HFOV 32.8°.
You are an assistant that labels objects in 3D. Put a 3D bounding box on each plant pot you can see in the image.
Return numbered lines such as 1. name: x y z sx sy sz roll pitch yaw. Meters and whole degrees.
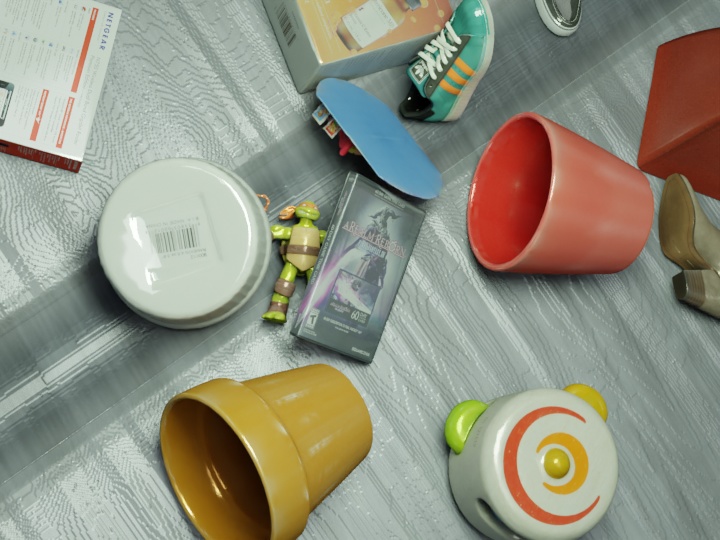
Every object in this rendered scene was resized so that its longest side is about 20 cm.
1. plant pot: 0.520 -0.221 1.661 0.199 0.176 0.201 18 73 -14
2. plant pot: 0.259 -0.082 1.543 0.176 0.200 0.202 12 74 -24
3. plant pot: -0.092 0.196 1.363 0.183 0.200 0.201 -24 86 -38

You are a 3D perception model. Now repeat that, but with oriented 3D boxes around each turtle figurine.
1. turtle figurine: -0.079 -0.018 1.472 0.199 0.064 0.162 9 81 -15

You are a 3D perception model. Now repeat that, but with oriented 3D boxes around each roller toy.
1. roller toy: 0.212 0.236 1.471 0.199 0.140 0.184 -5 80 -20

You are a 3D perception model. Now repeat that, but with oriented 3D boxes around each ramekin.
1. ramekin: -0.202 -0.034 1.384 0.199 0.098 0.202 0 88 -2

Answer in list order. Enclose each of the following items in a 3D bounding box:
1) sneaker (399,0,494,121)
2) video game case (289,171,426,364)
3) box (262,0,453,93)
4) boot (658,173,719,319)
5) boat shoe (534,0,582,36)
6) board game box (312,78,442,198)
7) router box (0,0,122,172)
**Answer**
1. sneaker: 0.105 -0.256 1.519 0.079 0.200 0.072 -10 56 -23
2. video game case: 0.000 0.000 1.454 0.143 0.019 0.201 25 85 -48
3. box: -0.004 -0.334 1.546 0.199 0.106 0.153 -20 85 -21
4. boot: 0.489 -0.028 1.672 0.145 0.070 0.201 4 77 -24
5. boat shoe: 0.283 -0.427 1.686 0.069 0.066 0.201 6 76 -17
6. board game box: 0.015 -0.151 1.509 0.200 0.039 0.158 54 27 18
7. router box: -0.390 -0.234 1.424 0.179 0.049 0.201 16 73 -15
